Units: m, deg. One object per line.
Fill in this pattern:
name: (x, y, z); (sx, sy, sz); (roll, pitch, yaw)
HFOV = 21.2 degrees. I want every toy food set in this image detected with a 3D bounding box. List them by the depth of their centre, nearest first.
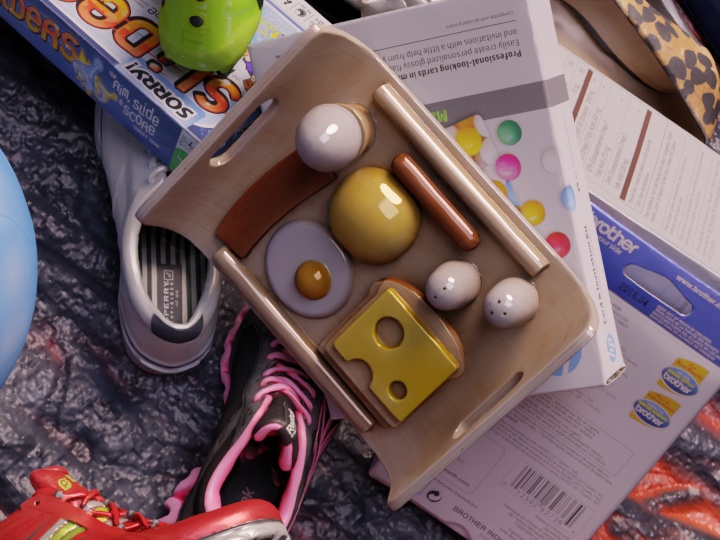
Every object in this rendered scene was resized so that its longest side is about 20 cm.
toy food set: (0.000, 0.000, 0.938); (0.200, 0.143, 0.060); (49, 23, 8)

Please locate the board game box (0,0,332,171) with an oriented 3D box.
board game box: (-0.116, -0.146, 1.055); (0.200, 0.035, 0.135); (41, 47, 12)

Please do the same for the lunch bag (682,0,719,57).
lunch bag: (0.270, -0.199, 1.194); (0.132, 0.136, 0.200); (-30, 82, -26)

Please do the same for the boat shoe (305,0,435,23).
boat shoe: (-0.016, -0.163, 1.126); (0.200, 0.067, 0.057); (37, 79, 2)

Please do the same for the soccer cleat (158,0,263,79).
soccer cleat: (-0.067, -0.190, 1.028); (0.067, 0.081, 0.201); (11, 48, -3)

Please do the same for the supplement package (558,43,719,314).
supplement package: (0.104, -0.037, 1.068); (0.200, 0.117, 0.117); (33, 38, -5)

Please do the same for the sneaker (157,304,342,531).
sneaker: (-0.043, 0.079, 1.007); (0.079, 0.095, 0.201); (23, 64, -8)

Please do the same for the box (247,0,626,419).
box: (0.038, -0.033, 0.972); (0.041, 0.155, 0.201); (-28, 108, -63)

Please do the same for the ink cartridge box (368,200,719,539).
ink cartridge box: (0.108, 0.064, 1.021); (0.119, 0.200, 0.042); (34, 26, -5)

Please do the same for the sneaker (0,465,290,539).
sneaker: (-0.133, 0.132, 0.928); (0.199, 0.077, 0.085); (-15, 66, 12)

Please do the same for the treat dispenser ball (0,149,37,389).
treat dispenser ball: (-0.252, -0.001, 0.903); (0.200, 0.201, 0.202); (6, 69, -17)

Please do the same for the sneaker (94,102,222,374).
sneaker: (-0.101, -0.046, 1.044); (0.073, 0.071, 0.201); (-2, 72, -20)

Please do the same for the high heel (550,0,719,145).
high heel: (0.130, -0.135, 1.145); (0.199, 0.071, 0.143); (-5, 66, -37)
